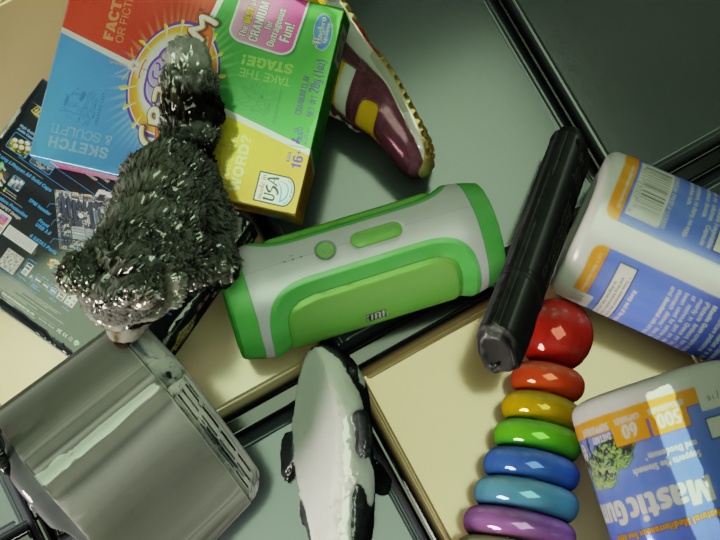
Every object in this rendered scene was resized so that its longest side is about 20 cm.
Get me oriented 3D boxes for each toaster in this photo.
[{"bbox_3d":[-0.159,0.124,0.865,0.129,0.201,0.113,-40,39,-13],"label":"toaster"}]

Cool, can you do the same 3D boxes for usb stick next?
[{"bbox_3d":[0.125,-0.018,0.918,0.032,0.056,0.201,9,55,24],"label":"usb stick"}]

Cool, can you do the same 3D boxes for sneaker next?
[{"bbox_3d":[-0.022,-0.138,0.971,0.090,0.075,0.201,-34,75,3],"label":"sneaker"}]

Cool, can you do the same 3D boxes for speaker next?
[{"bbox_3d":[0.000,0.000,0.925,0.198,0.088,0.089,-17,80,-8],"label":"speaker"}]

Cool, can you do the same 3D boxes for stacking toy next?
[{"bbox_3d":[0.124,0.116,0.916,0.085,0.085,0.202,11,74,3],"label":"stacking toy"}]

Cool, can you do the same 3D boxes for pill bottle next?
[{"bbox_3d":[0.220,0.170,0.834,0.111,0.112,0.202,-16,77,-2],"label":"pill bottle"},{"bbox_3d":[0.247,0.004,0.915,0.199,0.112,0.113,25,80,4],"label":"pill bottle"}]

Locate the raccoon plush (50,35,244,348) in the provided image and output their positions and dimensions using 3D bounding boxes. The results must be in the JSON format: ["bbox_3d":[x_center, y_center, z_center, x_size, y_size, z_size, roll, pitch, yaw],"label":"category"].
[{"bbox_3d":[-0.146,-0.053,0.825,0.096,0.134,0.202,-9,90,14],"label":"raccoon plush"}]

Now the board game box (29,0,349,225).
[{"bbox_3d":[-0.121,-0.130,0.921,0.198,0.040,0.154,12,85,6],"label":"board game box"}]

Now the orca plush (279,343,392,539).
[{"bbox_3d":[0.003,0.152,0.909,0.071,0.105,0.201,10,48,-35],"label":"orca plush"}]

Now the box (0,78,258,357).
[{"bbox_3d":[-0.202,-0.022,0.957,0.199,0.046,0.160,33,81,6],"label":"box"}]
